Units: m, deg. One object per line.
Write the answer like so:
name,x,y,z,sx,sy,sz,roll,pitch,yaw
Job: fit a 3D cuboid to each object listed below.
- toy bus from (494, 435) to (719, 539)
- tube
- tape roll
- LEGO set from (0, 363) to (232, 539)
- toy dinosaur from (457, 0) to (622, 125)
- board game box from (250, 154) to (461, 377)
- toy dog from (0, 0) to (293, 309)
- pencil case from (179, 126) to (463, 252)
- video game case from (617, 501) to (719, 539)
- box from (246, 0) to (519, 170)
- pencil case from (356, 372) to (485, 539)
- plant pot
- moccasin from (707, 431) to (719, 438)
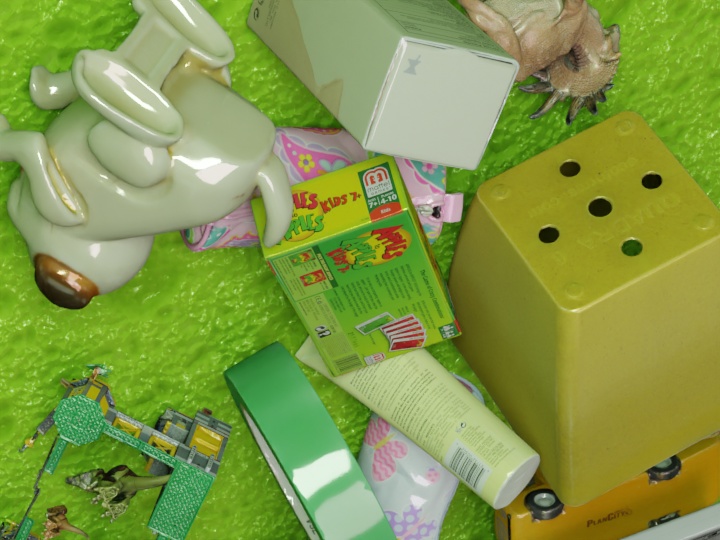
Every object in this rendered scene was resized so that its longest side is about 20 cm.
toy bus,0.199,0.178,1.778,0.198,0.078,0.066,-16,125,-17
tube,0.044,0.091,1.595,0.058,0.200,0.052,-39,156,-28
tape roll,-0.031,0.149,1.571,0.048,0.201,0.201,-28,126,-7
LEGO set,-0.179,0.162,1.587,0.152,0.116,0.202,18,108,-1
toy dinosaur,0.113,-0.161,1.541,0.198,0.086,0.137,-6,127,-17
board game box,0.000,0.000,1.506,0.101,0.048,0.200,-19,152,4
toy dog,-0.152,-0.065,1.423,0.193,0.140,0.200,34,132,-18
pencil case,-0.031,-0.056,1.526,0.198,0.088,0.088,0,118,-25
video game case,0.200,0.252,1.790,0.198,0.022,0.183,-18,161,-14
box,0.011,-0.148,1.419,0.094,0.200,0.078,10,114,-30
pencil case,0.035,0.174,1.685,0.083,0.090,0.202,-11,123,-47
plant pot,0.178,0.008,1.568,0.199,0.201,0.177,-27,142,-10
moccasin,0.242,0.102,1.698,0.200,0.074,0.078,-16,143,41
